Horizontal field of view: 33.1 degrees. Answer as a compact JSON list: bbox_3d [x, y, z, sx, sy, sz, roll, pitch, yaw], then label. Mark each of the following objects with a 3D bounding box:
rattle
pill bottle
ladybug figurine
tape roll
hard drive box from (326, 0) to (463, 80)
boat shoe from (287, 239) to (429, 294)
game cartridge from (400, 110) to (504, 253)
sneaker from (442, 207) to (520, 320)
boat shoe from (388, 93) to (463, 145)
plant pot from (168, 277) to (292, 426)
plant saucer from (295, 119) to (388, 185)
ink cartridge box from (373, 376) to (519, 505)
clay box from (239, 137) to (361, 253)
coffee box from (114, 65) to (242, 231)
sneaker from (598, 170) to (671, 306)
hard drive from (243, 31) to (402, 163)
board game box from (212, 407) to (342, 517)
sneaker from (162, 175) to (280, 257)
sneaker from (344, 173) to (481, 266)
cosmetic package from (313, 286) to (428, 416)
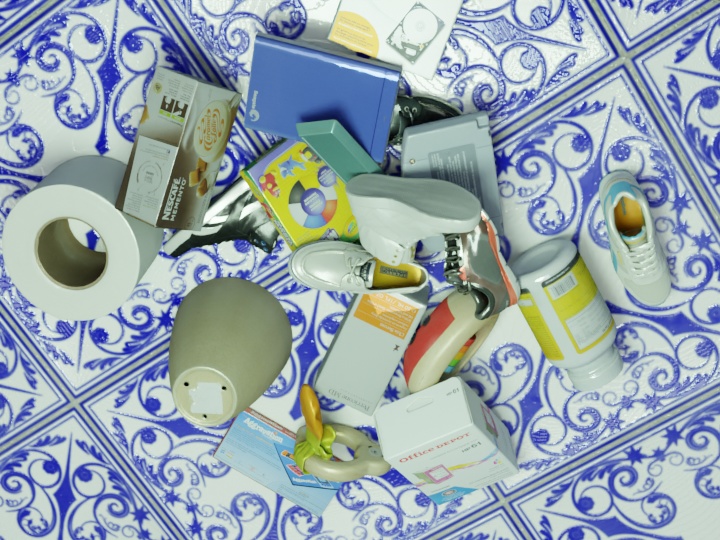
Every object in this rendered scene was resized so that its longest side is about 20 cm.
[{"bbox_3d":[0.002,0.240,1.818,0.196,0.130,0.145,7,99,-1],"label":"rattle"},{"bbox_3d":[0.295,0.066,1.715,0.111,0.112,0.202,-25,107,15],"label":"pill bottle"},{"bbox_3d":[0.124,0.101,1.747,0.072,0.135,0.201,43,110,19],"label":"ladybug figurine"},{"bbox_3d":[-0.393,-0.048,1.732,0.199,0.140,0.206,2,113,5],"label":"tape roll"},{"bbox_3d":[0.061,-0.376,1.584,0.154,0.077,0.202,20,112,-2],"label":"hard drive box"},{"bbox_3d":[0.000,0.000,1.665,0.197,0.070,0.072,10,89,-14],"label":"boat shoe"},{"bbox_3d":[0.124,-0.119,1.668,0.131,0.041,0.202,-13,127,-1],"label":"game cartridge"},{"bbox_3d":[0.144,-0.021,1.636,0.081,0.077,0.202,-35,103,-20],"label":"sneaker"},{"bbox_3d":[0.046,-0.206,1.658,0.196,0.066,0.076,14,112,1],"label":"boat shoe"},{"bbox_3d":[-0.203,0.136,1.751,0.184,0.200,0.190,2,112,5],"label":"plant pot"},{"bbox_3d":[-0.011,-0.140,1.647,0.069,0.019,0.200,-1,150,35],"label":"plant saucer"},{"bbox_3d":[0.128,0.252,1.772,0.143,0.086,0.200,-25,141,15],"label":"ink cartridge box"},{"bbox_3d":[-0.068,-0.089,1.701,0.115,0.047,0.201,-38,105,-16],"label":"clay box"},{"bbox_3d":[-0.247,-0.163,1.647,0.079,0.114,0.203,22,98,26],"label":"coffee box"},{"bbox_3d":[0.381,-0.034,1.683,0.076,0.081,0.202,-21,109,12],"label":"sneaker"},{"bbox_3d":[-0.052,-0.230,1.614,0.197,0.025,0.134,15,122,5],"label":"hard drive"},{"bbox_3d":[-0.124,0.301,1.906,0.198,0.019,0.104,31,113,-6],"label":"board game box"},{"bbox_3d":[-0.183,-0.052,1.741,0.199,0.073,0.112,-36,102,17],"label":"sneaker"},{"bbox_3d":[0.078,-0.059,1.615,0.198,0.074,0.117,14,136,31],"label":"sneaker"},{"bbox_3d":[0.015,0.101,1.782,0.100,0.071,0.202,23,113,-4],"label":"cosmetic package"}]
